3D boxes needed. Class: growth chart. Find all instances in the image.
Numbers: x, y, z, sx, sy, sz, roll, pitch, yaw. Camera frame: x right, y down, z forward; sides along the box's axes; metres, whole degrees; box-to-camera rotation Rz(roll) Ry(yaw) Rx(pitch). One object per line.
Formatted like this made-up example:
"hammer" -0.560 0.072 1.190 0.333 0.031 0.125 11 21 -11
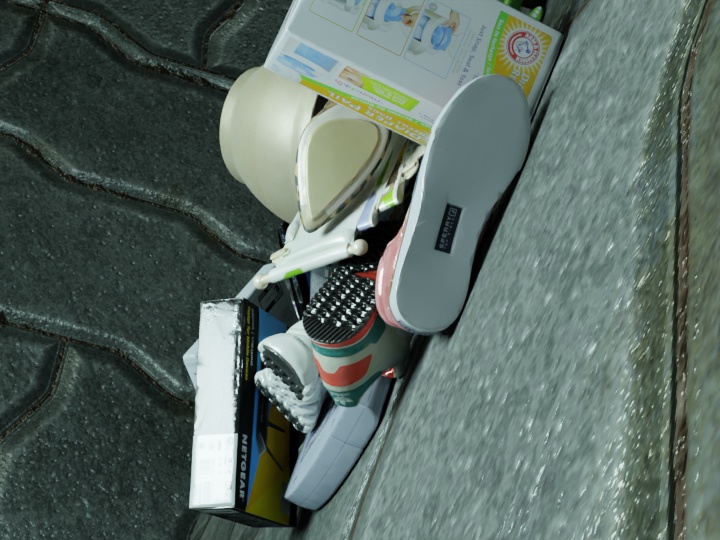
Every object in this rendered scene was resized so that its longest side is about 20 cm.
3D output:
"growth chart" -0.003 -0.070 1.174 0.145 0.018 0.200 -14 36 43

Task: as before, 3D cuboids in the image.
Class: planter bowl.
"planter bowl" -0.051 -0.134 1.344 0.200 0.135 0.200 -25 -60 -54

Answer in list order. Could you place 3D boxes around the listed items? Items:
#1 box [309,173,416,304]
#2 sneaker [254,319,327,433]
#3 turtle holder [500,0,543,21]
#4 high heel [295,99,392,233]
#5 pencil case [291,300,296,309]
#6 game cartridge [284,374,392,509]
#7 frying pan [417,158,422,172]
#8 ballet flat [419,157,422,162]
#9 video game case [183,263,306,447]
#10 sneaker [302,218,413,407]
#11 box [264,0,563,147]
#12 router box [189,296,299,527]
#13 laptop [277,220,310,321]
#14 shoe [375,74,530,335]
"box" 0.000 0.000 1.274 0.137 0.040 0.200 -58 -14 -30
"sneaker" -0.045 0.088 1.231 0.081 0.075 0.200 -43 -8 -19
"turtle holder" 0.081 -0.214 1.275 0.141 0.132 0.186 122 171 -54
"high heel" -0.010 -0.111 1.201 0.143 0.071 0.200 104 -174 -77
"pencil case" -0.020 -0.012 1.672 0.084 0.085 0.200 -137 72 -83
"game cartridge" -0.015 0.131 1.227 0.133 0.041 0.200 -65 3 -38
"frying pan" 0.080 -0.116 1.356 0.115 0.031 0.190 -42 12 42
"ballet flat" 0.048 -0.092 1.460 0.200 0.062 0.067 120 172 -51
"video game case" -0.104 0.117 1.444 0.200 0.022 0.182 -53 -51 -55
"sneaker" 0.017 0.033 1.134 0.200 0.070 0.093 -50 -40 -48
"box" 0.040 -0.174 1.087 0.101 0.200 0.112 -66 8 -11
"router box" -0.108 0.142 1.331 0.149 0.051 0.200 40 -132 -64
"laptop" -0.018 0.025 1.429 0.200 0.103 0.177 -109 5 -51
"shoe" 0.063 -0.048 1.028 0.091 0.071 0.200 173 117 -78
